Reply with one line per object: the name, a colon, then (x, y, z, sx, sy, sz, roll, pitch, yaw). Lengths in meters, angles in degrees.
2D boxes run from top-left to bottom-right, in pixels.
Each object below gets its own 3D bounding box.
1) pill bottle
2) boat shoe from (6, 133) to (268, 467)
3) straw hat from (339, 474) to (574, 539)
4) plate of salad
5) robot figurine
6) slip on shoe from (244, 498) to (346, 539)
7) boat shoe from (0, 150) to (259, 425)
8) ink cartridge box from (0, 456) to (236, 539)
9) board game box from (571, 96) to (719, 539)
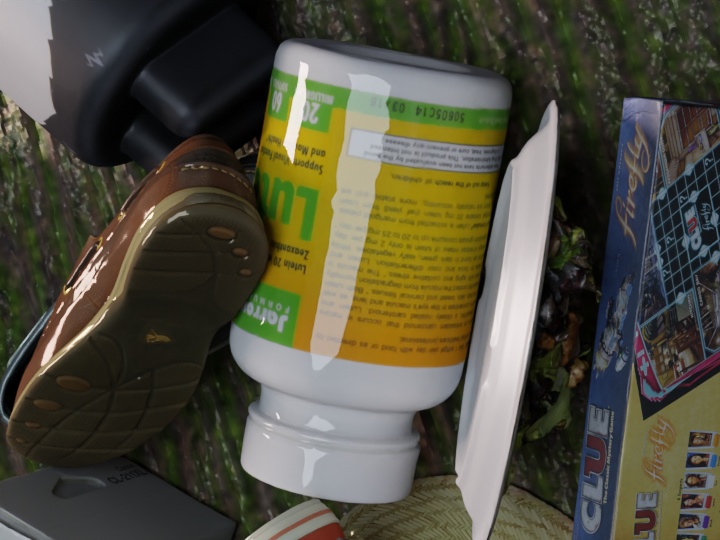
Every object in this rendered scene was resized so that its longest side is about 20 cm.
pill bottle: (0.000, 0.000, 1.099, 0.111, 0.111, 0.201, 13, 99, 21)
boat shoe: (-0.105, 0.018, 1.111, 0.200, 0.072, 0.068, -52, 31, 36)
straw hat: (0.032, 0.202, 1.117, 0.200, 0.085, 0.202, 2, 95, 23)
plate of salad: (0.076, 0.027, 1.033, 0.048, 0.200, 0.201, 10, 99, 0)
robot figurine: (-0.132, -0.129, 1.135, 0.200, 0.125, 0.150, 42, 109, 15)
slip on shoe: (-0.051, 0.179, 1.121, 0.061, 0.074, 0.200, 55, 142, 16)
boat shoe: (-0.102, 0.016, 1.170, 0.200, 0.062, 0.073, -41, 79, 20)
ink cartridge box: (-0.155, 0.204, 1.162, 0.083, 0.146, 0.201, 26, 104, 19)
board game box: (0.168, 0.029, 1.028, 0.035, 0.135, 0.201, -158, 73, -65)
